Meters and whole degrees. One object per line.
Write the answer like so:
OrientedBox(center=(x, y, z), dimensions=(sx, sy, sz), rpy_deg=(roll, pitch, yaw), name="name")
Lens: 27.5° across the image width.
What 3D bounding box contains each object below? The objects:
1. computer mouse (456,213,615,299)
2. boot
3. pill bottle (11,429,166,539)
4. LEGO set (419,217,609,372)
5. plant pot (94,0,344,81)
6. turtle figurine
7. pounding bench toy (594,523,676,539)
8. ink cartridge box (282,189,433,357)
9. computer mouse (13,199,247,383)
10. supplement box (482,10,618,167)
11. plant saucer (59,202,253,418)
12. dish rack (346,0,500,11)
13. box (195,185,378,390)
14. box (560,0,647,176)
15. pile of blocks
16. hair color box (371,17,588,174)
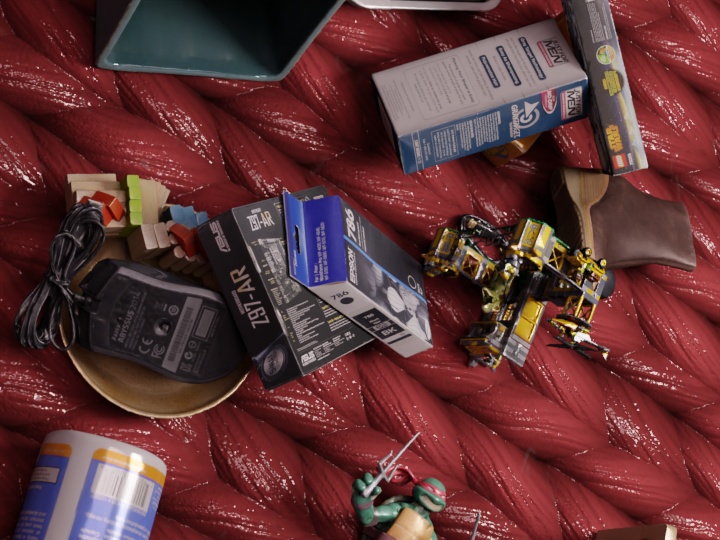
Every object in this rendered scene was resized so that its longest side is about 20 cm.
OrientedBox(center=(0.192, -0.017, 1.565), dimensions=(0.199, 0.034, 0.059), rpy_deg=(18, 71, -21), name="computer mouse")
OrientedBox(center=(0.287, -0.027, 1.558), dimensions=(0.166, 0.072, 0.201), rpy_deg=(17, 44, -15), name="boot")
OrientedBox(center=(-0.241, 0.245, 1.240), dimensions=(0.112, 0.112, 0.201), rpy_deg=(22, 70, -21), name="pill bottle")
OrientedBox(center=(0.142, 0.034, 1.451), dimensions=(0.154, 0.199, 0.116), rpy_deg=(37, 68, -35), name="LEGO set")
OrientedBox(center=(-0.142, -0.317, 1.386), dimensions=(0.195, 0.196, 0.201), rpy_deg=(0, 69, -26), name="plant pot")
OrientedBox(center=(0.039, 0.262, 1.385), dimensions=(0.149, 0.101, 0.201), rpy_deg=(31, 81, -1), name="turtle figurine")
OrientedBox(center=(0.300, 0.372, 1.474), dimensions=(0.155, 0.124, 0.201), rpy_deg=(23, 69, -20), name="pounding bench toy")
OrientedBox(center=(0.000, 0.000, 1.395), dimensions=(0.200, 0.039, 0.100), rpy_deg=(35, 39, -47), name="ink cartridge box")
OrientedBox(center=(-0.193, 0.032, 1.300), dimensions=(0.199, 0.053, 0.139), rpy_deg=(24, 96, -18), name="computer mouse")
OrientedBox(center=(0.194, -0.204, 1.593), dimensions=(0.067, 0.069, 0.200), rpy_deg=(46, 61, -9), name="supplement box")
OrientedBox(center=(-0.186, 0.039, 1.360), dimensions=(0.199, 0.035, 0.201), rpy_deg=(7, 74, -25), name="plant saucer")
OrientedBox(center=(0.051, -0.353, 1.569), dimensions=(0.199, 0.044, 0.173), rpy_deg=(-4, 79, -27), name="dish rack")
OrientedBox(center=(-0.059, 0.011, 1.365), dimensions=(0.161, 0.043, 0.200), rpy_deg=(66, 25, 0), name="box")
OrientedBox(center=(0.247, -0.198, 1.509), dimensions=(0.040, 0.137, 0.201), rpy_deg=(-14, 93, 7), name="box")
OrientedBox(center=(-0.172, -0.042, 1.331), dimensions=(0.199, 0.062, 0.082), rpy_deg=(24, 68, -20), name="pile of blocks")
OrientedBox(center=(0.121, -0.176, 1.488), dimensions=(0.199, 0.061, 0.100), rpy_deg=(-18, 51, -3), name="hair color box")
